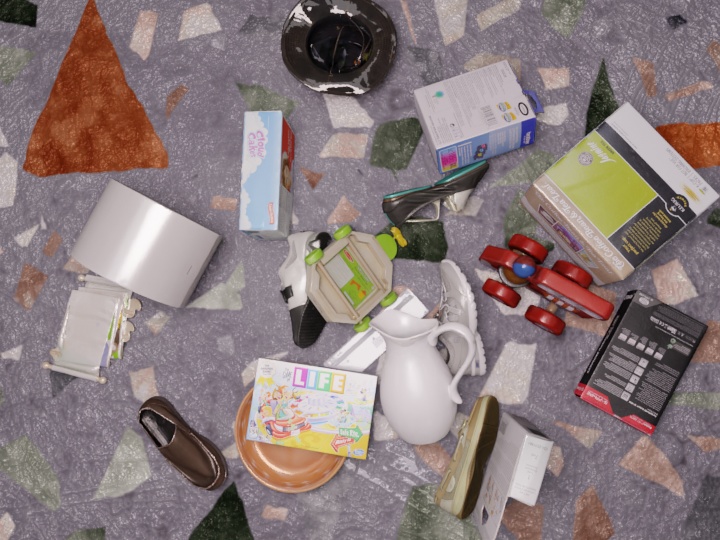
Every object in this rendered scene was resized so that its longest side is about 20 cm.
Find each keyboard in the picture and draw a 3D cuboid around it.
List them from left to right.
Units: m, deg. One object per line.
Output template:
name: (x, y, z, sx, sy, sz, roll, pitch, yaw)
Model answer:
keyboard: (0.027, 0.117, 1.021, 0.200, 0.011, 0.056, -42, 87, 1)

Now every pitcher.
pitcher: (0.107, 0.168, 0.920, 0.171, 0.121, 0.200, 2, 110, 36)

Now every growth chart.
growth chart: (-0.480, 0.104, 1.068, 0.144, 0.018, 0.200, 18, 86, 7)

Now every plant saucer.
plant saucer: (-0.113, 0.271, 1.005, 0.200, 0.037, 0.201, 0, 85, 5)

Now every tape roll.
tape roll: (-0.350, -0.044, 0.977, 0.202, 0.203, 0.139, 28, 88, 8)

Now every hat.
hat: (-0.038, -0.391, 1.044, 0.200, 0.081, 0.201, 0, 90, -1)

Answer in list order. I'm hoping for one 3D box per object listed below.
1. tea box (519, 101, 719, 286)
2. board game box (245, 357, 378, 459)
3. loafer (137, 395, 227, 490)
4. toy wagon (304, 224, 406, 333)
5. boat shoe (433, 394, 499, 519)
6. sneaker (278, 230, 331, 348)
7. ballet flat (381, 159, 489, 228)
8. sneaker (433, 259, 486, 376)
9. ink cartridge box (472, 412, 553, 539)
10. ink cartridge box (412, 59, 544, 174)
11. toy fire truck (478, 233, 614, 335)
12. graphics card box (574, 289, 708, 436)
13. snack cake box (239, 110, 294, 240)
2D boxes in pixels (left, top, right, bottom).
tea box: (0.401, -0.114, 0.943, 0.197, 0.134, 0.200, -40, 82, 0)
board game box: (-0.078, 0.224, 0.970, 0.200, 0.034, 0.135, 7, 85, 6)
loafer: (-0.313, 0.301, 1.004, 0.200, 0.071, 0.073, 40, 89, 8)
toy wagon: (0.000, 0.000, 0.992, 0.200, 0.040, 0.155, -43, 107, -28)
boat shoe: (0.172, 0.296, 0.961, 0.063, 0.073, 0.201, 14, 91, 38)
sneaker: (-0.102, 0.031, 1.017, 0.088, 0.074, 0.200, 6, 88, 33)
ballet flat: (0.133, -0.125, 1.005, 0.200, 0.068, 0.069, -21, 101, -6)
sneaker: (0.151, 0.081, 0.977, 0.082, 0.075, 0.200, -12, 84, 3)
ink cartridge box: (0.223, 0.314, 0.884, 0.043, 0.200, 0.174, 17, 86, 6)
ink cartridge box: (0.205, -0.262, 0.989, 0.200, 0.076, 0.137, -18, 63, 5)
toy fire truck: (0.283, 0.016, 0.924, 0.200, 0.168, 0.112, 32, 88, 8)
graphics card box: (0.451, 0.146, 0.954, 0.125, 0.051, 0.200, 28, 89, 8)
snack cake box: (-0.158, -0.158, 1.013, 0.067, 0.115, 0.200, 1, 84, 6)
